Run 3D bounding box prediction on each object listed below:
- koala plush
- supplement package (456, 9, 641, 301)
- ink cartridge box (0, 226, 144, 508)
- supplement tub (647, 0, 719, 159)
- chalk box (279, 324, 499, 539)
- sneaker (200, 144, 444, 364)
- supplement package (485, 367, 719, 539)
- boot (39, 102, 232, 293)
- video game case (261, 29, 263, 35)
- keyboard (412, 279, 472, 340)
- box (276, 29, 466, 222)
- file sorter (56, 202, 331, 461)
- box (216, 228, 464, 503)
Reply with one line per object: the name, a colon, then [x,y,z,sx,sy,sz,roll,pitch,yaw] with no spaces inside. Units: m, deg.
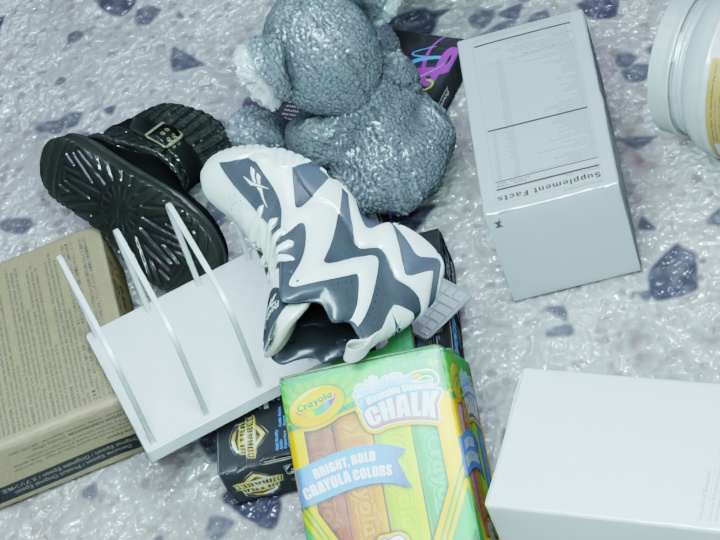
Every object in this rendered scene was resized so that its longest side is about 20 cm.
koala plush: [-0.018,-0.156,1.647,0.177,0.201,0.184,-37,50,-12]
supplement package: [0.152,-0.094,1.637,0.113,0.110,0.201,-13,48,10]
ink cartridge box: [-0.262,0.079,1.674,0.164,0.075,0.201,-22,48,3]
supplement tub: [0.341,-0.148,1.587,0.199,0.145,0.145,17,59,31]
chalk box: [0.021,0.123,1.443,0.124,0.124,0.202,-14,80,10]
sneaker: [-0.054,-0.002,1.417,0.198,0.080,0.130,34,51,11]
supplement package: [0.204,0.155,1.404,0.198,0.122,0.120,4,54,22]
boot: [-0.154,-0.069,1.730,0.211,0.080,0.157,39,33,23]
video game case: [0.012,-0.272,1.828,0.200,0.023,0.182,-38,11,-12]
keyboard: [0.000,0.000,1.622,0.199,0.011,0.056,28,64,37]
box: [-0.003,-0.132,1.779,0.142,0.036,0.201,12,58,27]
file sorter: [-0.112,0.019,1.547,0.199,0.125,0.139,-27,49,-9]
box: [-0.017,0.073,1.604,0.197,0.050,0.201,-15,47,11]
